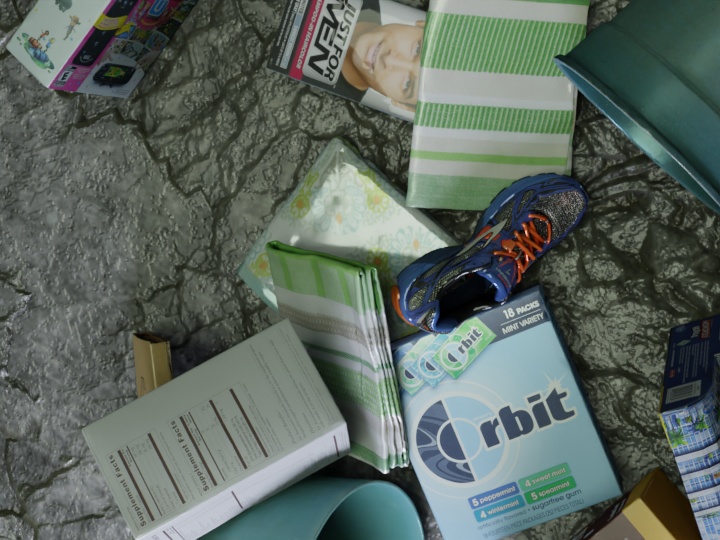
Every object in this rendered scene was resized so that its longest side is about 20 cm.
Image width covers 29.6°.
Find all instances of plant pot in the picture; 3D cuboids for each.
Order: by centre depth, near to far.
[{"bbox_3d":[0.297,-0.178,1.116,0.200,0.200,0.196,44,97,11],"label":"plant pot"},{"bbox_3d":[-0.059,0.281,1.267,0.160,0.200,0.202,6,96,36],"label":"plant pot"}]

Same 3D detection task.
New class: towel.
[{"bbox_3d":[0.122,-0.152,1.211,0.152,0.023,0.201,2,105,-11],"label":"towel"},{"bbox_3d":[-0.027,0.079,1.244,0.149,0.031,0.201,12,120,46],"label":"towel"},{"bbox_3d":[0.000,0.000,1.300,0.200,0.048,0.171,42,103,12],"label":"towel"}]

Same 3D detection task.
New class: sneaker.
[{"bbox_3d":[0.123,-0.007,1.202,0.200,0.078,0.075,-40,118,3],"label":"sneaker"}]

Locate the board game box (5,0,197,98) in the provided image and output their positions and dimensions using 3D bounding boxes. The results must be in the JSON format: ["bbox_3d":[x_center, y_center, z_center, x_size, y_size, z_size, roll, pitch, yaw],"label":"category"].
[{"bbox_3d":[-0.224,-0.264,1.305,0.064,0.147,0.200,43,106,13],"label":"board game box"}]

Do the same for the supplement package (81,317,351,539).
[{"bbox_3d":[-0.121,0.148,1.186,0.199,0.114,0.110,-28,71,-9],"label":"supplement package"}]

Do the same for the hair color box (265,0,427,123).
[{"bbox_3d":[0.022,-0.201,1.269,0.199,0.061,0.100,22,100,16],"label":"hair color box"}]

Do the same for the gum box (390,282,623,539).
[{"bbox_3d":[0.123,0.136,1.241,0.169,0.045,0.201,-22,95,12],"label":"gum box"}]

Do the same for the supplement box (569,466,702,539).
[{"bbox_3d":[0.242,0.319,1.191,0.200,0.133,0.197,-44,80,16],"label":"supplement box"}]

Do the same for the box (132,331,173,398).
[{"bbox_3d":[-0.196,0.163,1.329,0.021,0.163,0.201,-7,92,-16],"label":"box"}]

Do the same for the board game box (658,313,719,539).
[{"bbox_3d":[0.313,0.163,1.146,0.061,0.200,0.201,-18,102,20],"label":"board game box"}]
